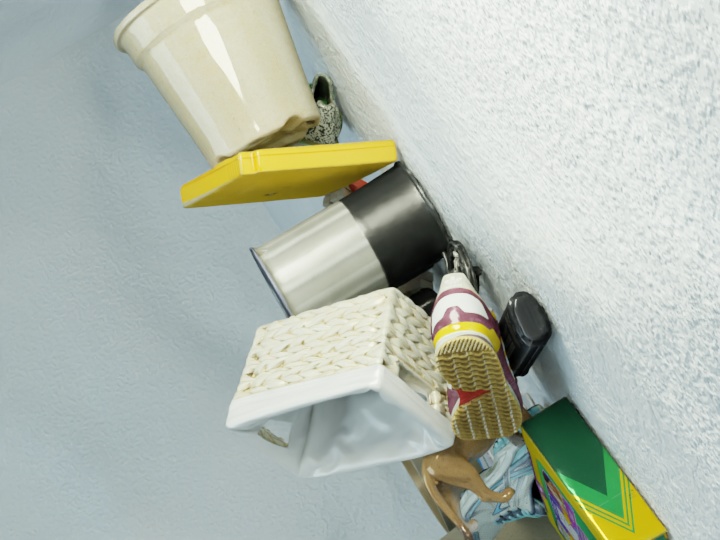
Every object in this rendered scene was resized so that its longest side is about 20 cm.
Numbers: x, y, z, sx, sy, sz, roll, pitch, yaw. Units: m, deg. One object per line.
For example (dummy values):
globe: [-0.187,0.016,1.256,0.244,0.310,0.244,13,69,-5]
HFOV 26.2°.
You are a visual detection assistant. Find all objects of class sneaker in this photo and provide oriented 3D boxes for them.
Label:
sneaker: [0.110,0.084,1.448,0.200,0.075,0.090,74,-168,-54]
sneaker: [-0.047,-0.193,1.824,0.200,0.077,0.089,-106,31,-63]
sneaker: [0.166,0.239,1.652,0.086,0.077,0.201,46,136,26]

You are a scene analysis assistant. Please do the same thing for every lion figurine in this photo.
lion figurine: [0.109,0.164,1.544,0.122,0.200,0.072,39,146,-11]

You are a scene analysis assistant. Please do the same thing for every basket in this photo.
basket: [-0.014,0.113,1.538,0.135,0.199,0.124,40,-135,-38]

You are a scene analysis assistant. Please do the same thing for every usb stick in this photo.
usb stick: [0.149,0.061,1.447,0.200,0.032,0.056,85,162,-78]

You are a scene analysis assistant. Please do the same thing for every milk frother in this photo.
milk frother: [0.012,0.010,1.600,0.181,0.188,0.200,60,175,-8]

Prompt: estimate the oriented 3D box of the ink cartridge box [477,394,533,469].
ink cartridge box: [0.179,0.212,1.778,0.116,0.067,0.200,59,174,8]

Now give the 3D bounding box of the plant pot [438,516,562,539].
plant pot: [0.216,0.398,1.858,0.177,0.199,0.201,26,148,60]

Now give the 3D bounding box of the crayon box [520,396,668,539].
crayon box: [0.235,0.245,1.498,0.173,0.058,0.200,54,171,38]

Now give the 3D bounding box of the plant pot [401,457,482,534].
plant pot: [0.121,0.224,2.025,0.201,0.134,0.200,59,174,10]

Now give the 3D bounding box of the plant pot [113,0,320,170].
plant pot: [-0.141,-0.214,1.696,0.184,0.200,0.200,63,175,5]

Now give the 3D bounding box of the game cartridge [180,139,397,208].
game cartridge: [-0.080,-0.104,1.662,0.200,0.175,0.033,-21,77,63]

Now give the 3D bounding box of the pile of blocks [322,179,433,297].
pile of blocks: [0.039,-0.050,1.812,0.062,0.082,0.200,-20,116,41]
